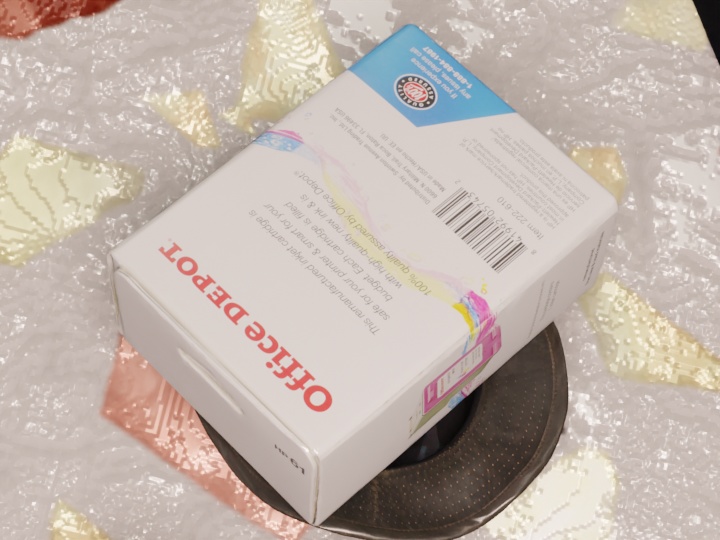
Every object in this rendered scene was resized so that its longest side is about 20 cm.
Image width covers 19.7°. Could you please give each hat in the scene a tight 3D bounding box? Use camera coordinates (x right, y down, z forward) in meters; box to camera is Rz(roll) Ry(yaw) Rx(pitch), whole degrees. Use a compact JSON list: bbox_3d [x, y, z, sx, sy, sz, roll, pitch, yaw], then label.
[{"bbox_3d":[0.004,0.059,1.054,0.201,0.081,0.201,2,60,-3],"label":"hat"}]

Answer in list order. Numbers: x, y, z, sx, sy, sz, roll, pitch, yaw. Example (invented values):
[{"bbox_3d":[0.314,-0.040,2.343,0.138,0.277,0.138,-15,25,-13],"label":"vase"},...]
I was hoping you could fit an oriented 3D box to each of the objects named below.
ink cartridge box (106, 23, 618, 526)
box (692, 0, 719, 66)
[{"bbox_3d":[0.000,0.000,0.992,0.200,0.085,0.145,-39,69,-23],"label":"ink cartridge box"},{"bbox_3d":[0.302,-0.132,1.113,0.200,0.104,0.148,-21,82,-10],"label":"box"}]
